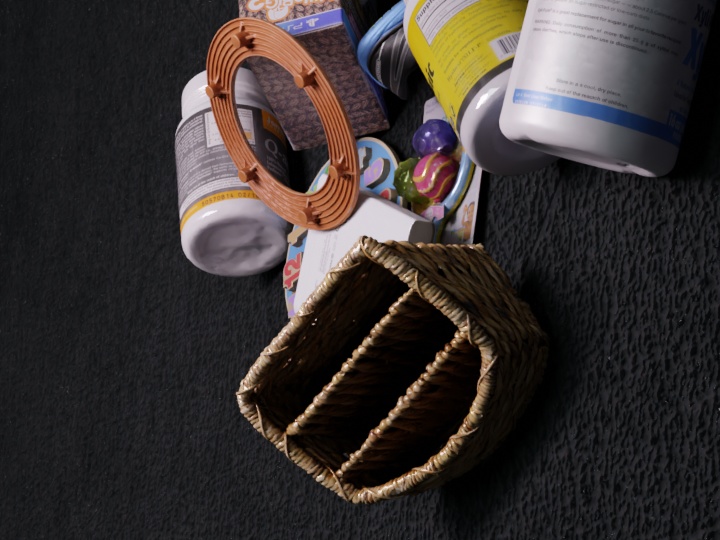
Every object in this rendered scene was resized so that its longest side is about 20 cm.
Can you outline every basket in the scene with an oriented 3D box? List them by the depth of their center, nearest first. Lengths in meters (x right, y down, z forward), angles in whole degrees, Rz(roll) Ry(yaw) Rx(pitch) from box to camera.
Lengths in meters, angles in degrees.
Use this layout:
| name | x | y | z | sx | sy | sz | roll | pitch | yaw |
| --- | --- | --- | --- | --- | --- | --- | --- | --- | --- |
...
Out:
| name | x | y | z | sx | sy | sz | roll | pitch | yaw |
| --- | --- | --- | --- | --- | --- | --- | --- | --- | --- |
| basket | 0.027 | 0.087 | 1.451 | 0.200 | 0.149 | 0.143 | -49 | 59 | 29 |

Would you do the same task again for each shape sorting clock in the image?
| name | x | y | z | sx | sy | sz | roll | pitch | yaw |
| --- | --- | --- | --- | --- | --- | --- | --- | --- | --- |
| shape sorting clock | -0.018 | -0.027 | 1.763 | 0.200 | 0.039 | 0.201 | -38 | 46 | 52 |

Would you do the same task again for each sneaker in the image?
| name | x | y | z | sx | sy | sz | roll | pitch | yaw |
| --- | --- | --- | --- | --- | --- | --- | --- | --- | --- |
| sneaker | 0.084 | -0.223 | 1.638 | 0.199 | 0.083 | 0.071 | -41 | -1 | 30 |

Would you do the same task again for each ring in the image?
| name | x | y | z | sx | sy | sz | roll | pitch | yaw |
| --- | --- | --- | --- | --- | --- | --- | --- | --- | --- |
| ring | -0.073 | -0.124 | 1.656 | 0.200 | 0.019 | 0.201 | 34 | 139 | 35 |

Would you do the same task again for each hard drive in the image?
| name | x | y | z | sx | sy | sz | roll | pitch | yaw |
| --- | --- | --- | --- | --- | --- | --- | --- | --- | --- |
| hard drive | 0.000 | 0.000 | 1.644 | 0.200 | 0.027 | 0.133 | 31 | 111 | 63 |

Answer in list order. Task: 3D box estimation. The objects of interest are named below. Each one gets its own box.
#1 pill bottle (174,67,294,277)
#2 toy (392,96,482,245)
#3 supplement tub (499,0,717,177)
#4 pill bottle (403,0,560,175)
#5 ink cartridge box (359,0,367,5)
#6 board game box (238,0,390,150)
| name | x | y | z | sx | sy | sz | roll | pitch | yaw |
| --- | --- | --- | --- | --- | --- | --- | --- | --- | --- |
| pill bottle | -0.130 | -0.103 | 1.932 | 0.116 | 0.116 | 0.201 | -48 | 38 | 43 |
| toy | 0.059 | -0.072 | 1.625 | 0.115 | 0.047 | 0.201 | -21 | 60 | 57 |
| supplement tub | 0.182 | -0.177 | 1.345 | 0.132 | 0.131 | 0.201 | 17 | 93 | 63 |
| pill bottle | 0.099 | -0.179 | 1.499 | 0.112 | 0.111 | 0.201 | -56 | 41 | 34 |
| ink cartridge box | 0.072 | -0.328 | 1.703 | 0.200 | 0.066 | 0.116 | -44 | 42 | 46 |
| board game box | -0.046 | -0.244 | 1.768 | 0.096 | 0.160 | 0.201 | -12 | 55 | 11 |
